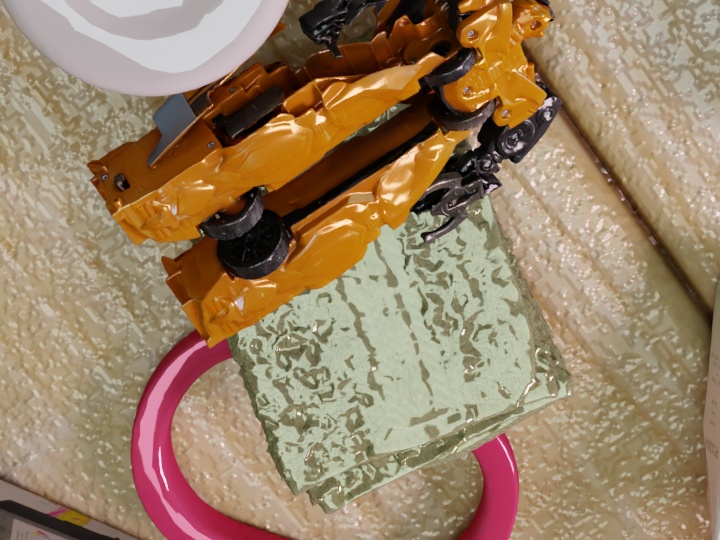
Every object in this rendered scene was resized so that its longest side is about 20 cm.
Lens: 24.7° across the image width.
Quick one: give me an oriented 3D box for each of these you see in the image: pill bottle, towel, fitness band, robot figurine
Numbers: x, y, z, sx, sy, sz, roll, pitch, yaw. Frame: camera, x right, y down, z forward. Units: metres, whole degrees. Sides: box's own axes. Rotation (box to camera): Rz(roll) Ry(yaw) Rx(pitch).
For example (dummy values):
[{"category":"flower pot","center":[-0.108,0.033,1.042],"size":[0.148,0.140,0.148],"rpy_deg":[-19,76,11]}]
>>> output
[{"category":"pill bottle","center":[-0.073,-0.147,0.652],"size":[0.112,0.200,0.114],"rpy_deg":[1,111,2]},{"category":"towel","center":[0.000,0.000,0.765],"size":[0.147,0.036,0.202],"rpy_deg":[-23,97,0]},{"category":"fitness band","center":[-0.018,0.099,0.829],"size":[0.198,0.037,0.145],"rpy_deg":[19,112,-4]},{"category":"robot figurine","center":[-0.008,-0.061,0.688],"size":[0.199,0.058,0.145],"rpy_deg":[-35,138,-4]}]

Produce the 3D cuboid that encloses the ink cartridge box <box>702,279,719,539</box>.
[{"category":"ink cartridge box","center":[0.246,0.109,0.793],"size":[0.159,0.050,0.202],"rpy_deg":[4,98,0]}]

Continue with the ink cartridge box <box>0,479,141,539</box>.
[{"category":"ink cartridge box","center":[-0.193,0.192,0.840],"size":[0.198,0.086,0.149],"rpy_deg":[24,108,-8]}]
